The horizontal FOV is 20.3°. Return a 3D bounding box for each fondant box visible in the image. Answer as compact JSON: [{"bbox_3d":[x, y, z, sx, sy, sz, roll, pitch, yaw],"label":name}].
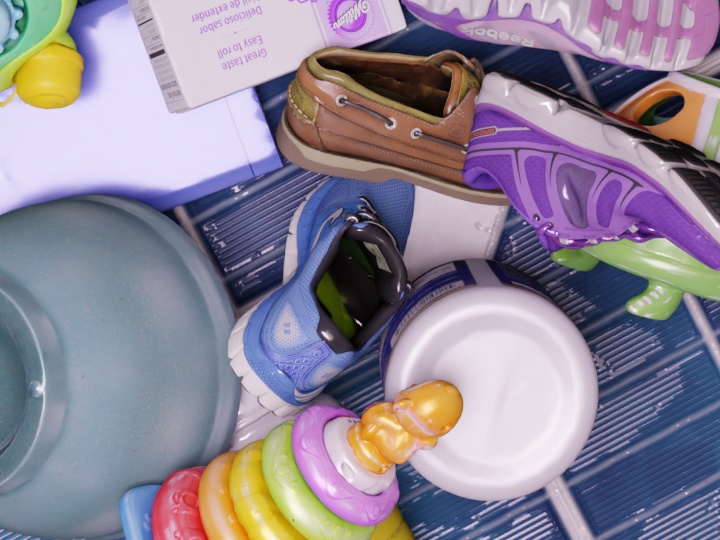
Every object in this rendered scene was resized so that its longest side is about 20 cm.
[{"bbox_3d":[-0.075,-0.210,1.165,0.144,0.058,0.201,-22,98,-17],"label":"fondant box"}]

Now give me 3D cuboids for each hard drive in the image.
[{"bbox_3d":[-0.162,-0.090,1.211,0.199,0.025,0.133,-20,97,0],"label":"hard drive"}]

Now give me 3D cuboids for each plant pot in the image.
[{"bbox_3d":[-0.183,0.058,1.111,0.199,0.134,0.202,1,92,27],"label":"plant pot"}]

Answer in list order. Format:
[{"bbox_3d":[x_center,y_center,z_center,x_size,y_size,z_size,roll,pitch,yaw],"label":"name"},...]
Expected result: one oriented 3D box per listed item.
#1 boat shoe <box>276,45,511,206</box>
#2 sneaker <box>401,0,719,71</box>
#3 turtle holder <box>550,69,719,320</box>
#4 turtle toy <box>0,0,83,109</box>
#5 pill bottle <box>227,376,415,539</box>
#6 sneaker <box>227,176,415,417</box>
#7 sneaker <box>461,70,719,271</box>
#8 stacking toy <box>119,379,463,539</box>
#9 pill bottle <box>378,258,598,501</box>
[{"bbox_3d":[0.053,-0.088,1.169,0.199,0.072,0.068,1,134,-21],"label":"boat shoe"},{"bbox_3d":[0.105,-0.158,1.153,0.199,0.089,0.081,14,76,0],"label":"sneaker"},{"bbox_3d":[0.214,-0.038,1.168,0.184,0.141,0.133,16,101,-8],"label":"turtle holder"},{"bbox_3d":[-0.243,-0.160,1.140,0.199,0.101,0.147,-9,75,27],"label":"turtle toy"},{"bbox_3d":[-0.040,0.145,1.199,0.114,0.114,0.201,-29,96,2],"label":"pill bottle"},{"bbox_3d":[0.000,0.000,1.151,0.089,0.200,0.079,-30,113,36],"label":"sneaker"},{"bbox_3d":[0.135,-0.040,1.085,0.080,0.200,0.084,8,106,-45],"label":"sneaker"},{"bbox_3d":[-0.022,0.114,1.043,0.200,0.116,0.110,-41,56,27],"label":"stacking toy"},{"bbox_3d":[0.068,0.054,1.149,0.115,0.200,0.117,0,97,0],"label":"pill bottle"}]
